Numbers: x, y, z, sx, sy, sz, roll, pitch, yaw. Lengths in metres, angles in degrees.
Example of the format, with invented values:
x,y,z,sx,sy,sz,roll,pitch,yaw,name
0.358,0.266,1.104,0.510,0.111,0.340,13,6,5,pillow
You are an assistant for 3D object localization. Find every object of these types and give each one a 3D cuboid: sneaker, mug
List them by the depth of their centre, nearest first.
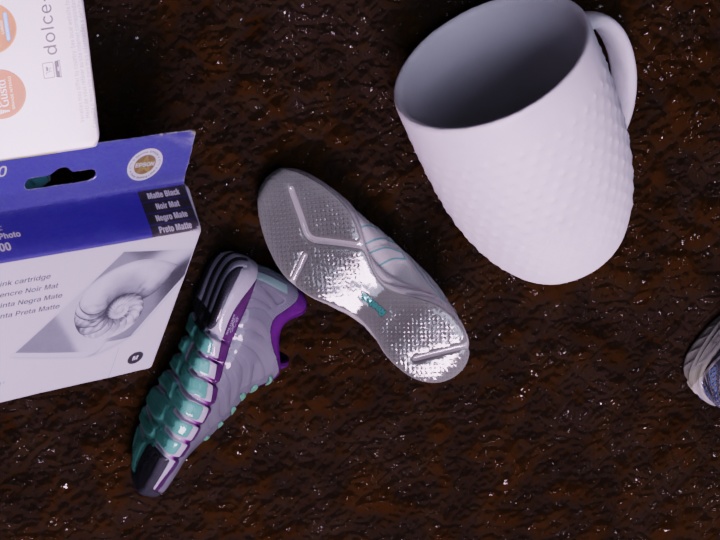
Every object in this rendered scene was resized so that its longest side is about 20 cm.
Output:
x,y,z,sx,sy,sz,roll,pitch,yaw,name
0.137,-0.100,1.217,0.200,0.147,0.176,-49,132,-25,mug
0.000,0.000,1.257,0.070,0.080,0.200,-43,100,15,sneaker
-0.101,0.089,1.263,0.087,0.074,0.202,18,107,-28,sneaker
0.348,0.037,1.364,0.076,0.085,0.201,23,105,-25,sneaker

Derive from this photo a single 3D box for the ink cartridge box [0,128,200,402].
x,y,z,sx,sy,sz,roll,pitch,yaw,name
-0.205,0.006,1.116,0.198,0.041,0.201,-12,140,-34,ink cartridge box

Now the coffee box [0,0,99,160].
x,y,z,sx,sy,sz,roll,pitch,yaw,name
-0.273,-0.185,1.009,0.195,0.200,0.202,-9,116,-12,coffee box

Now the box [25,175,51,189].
x,y,z,sx,sy,sz,roll,pitch,yaw,name
-0.301,-0.027,1.141,0.200,0.082,0.049,-40,118,5,box
